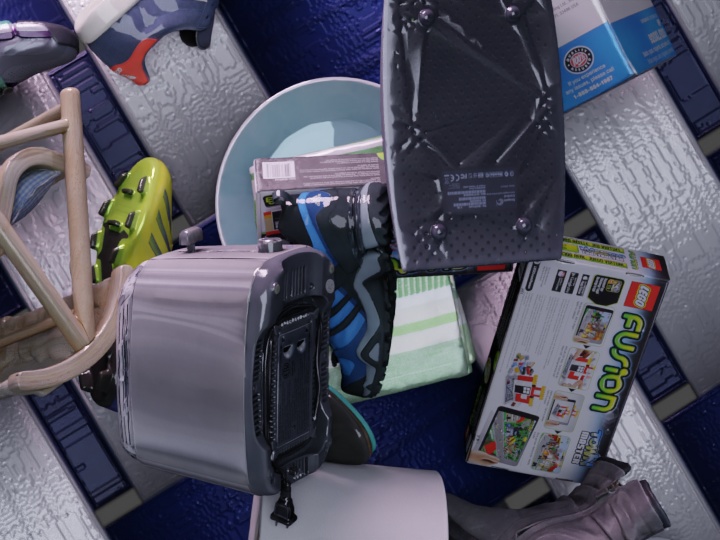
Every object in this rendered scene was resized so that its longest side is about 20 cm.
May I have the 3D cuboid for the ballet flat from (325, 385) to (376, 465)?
[{"bbox_3d":[-0.069,0.096,1.301,0.068,0.200,0.068,-28,134,-23],"label":"ballet flat"}]

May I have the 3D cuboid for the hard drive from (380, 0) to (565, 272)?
[{"bbox_3d":[0.076,-0.104,1.208,0.134,0.042,0.202,-5,94,-16],"label":"hard drive"}]

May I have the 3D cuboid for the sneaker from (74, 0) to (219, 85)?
[{"bbox_3d":[-0.129,-0.227,1.349,0.200,0.075,0.085,-43,108,-6],"label":"sneaker"}]

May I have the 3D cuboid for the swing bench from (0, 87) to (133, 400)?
[{"bbox_3d":[-0.272,-0.001,1.247,0.129,0.198,0.201,-20,92,-41],"label":"swing bench"}]

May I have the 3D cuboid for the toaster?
[{"bbox_3d":[-0.095,0.072,1.202,0.128,0.113,0.202,7,104,27],"label":"toaster"}]

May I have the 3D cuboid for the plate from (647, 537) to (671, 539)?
[{"bbox_3d":[0.205,0.305,1.347,0.199,0.025,0.202,-10,106,-36],"label":"plate"}]

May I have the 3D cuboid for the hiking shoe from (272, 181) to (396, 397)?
[{"bbox_3d":[-0.018,0.013,1.274,0.086,0.075,0.201,3,130,5],"label":"hiking shoe"}]

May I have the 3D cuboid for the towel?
[{"bbox_3d":[0.000,0.000,1.353,0.151,0.023,0.202,-12,92,-4],"label":"towel"}]

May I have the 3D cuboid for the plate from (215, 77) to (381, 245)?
[{"bbox_3d":[-0.018,-0.054,1.374,0.198,0.026,0.202,0,90,-5],"label":"plate"}]

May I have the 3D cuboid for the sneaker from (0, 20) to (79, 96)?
[{"bbox_3d":[-0.310,-0.134,1.320,0.198,0.074,0.088,-10,79,4],"label":"sneaker"}]

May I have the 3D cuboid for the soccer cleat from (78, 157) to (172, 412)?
[{"bbox_3d":[-0.169,0.013,1.350,0.083,0.065,0.202,11,83,-35],"label":"soccer cleat"}]

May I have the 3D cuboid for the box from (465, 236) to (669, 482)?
[{"bbox_3d":[0.157,0.072,1.327,0.109,0.035,0.201,11,121,-6],"label":"box"}]

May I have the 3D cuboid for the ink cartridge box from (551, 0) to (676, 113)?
[{"bbox_3d":[0.122,-0.215,1.306,0.147,0.145,0.201,-25,92,27],"label":"ink cartridge box"}]

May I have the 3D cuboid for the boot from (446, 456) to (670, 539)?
[{"bbox_3d":[0.145,0.193,1.317,0.132,0.200,0.070,-41,122,-13],"label":"boot"}]

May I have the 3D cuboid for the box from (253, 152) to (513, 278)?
[{"bbox_3d":[0.021,-0.041,1.290,0.198,0.110,0.035,-4,50,-3],"label":"box"}]

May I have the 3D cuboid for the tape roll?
[{"bbox_3d":[-0.016,0.245,1.282,0.138,0.203,0.205,6,89,-6],"label":"tape roll"}]
